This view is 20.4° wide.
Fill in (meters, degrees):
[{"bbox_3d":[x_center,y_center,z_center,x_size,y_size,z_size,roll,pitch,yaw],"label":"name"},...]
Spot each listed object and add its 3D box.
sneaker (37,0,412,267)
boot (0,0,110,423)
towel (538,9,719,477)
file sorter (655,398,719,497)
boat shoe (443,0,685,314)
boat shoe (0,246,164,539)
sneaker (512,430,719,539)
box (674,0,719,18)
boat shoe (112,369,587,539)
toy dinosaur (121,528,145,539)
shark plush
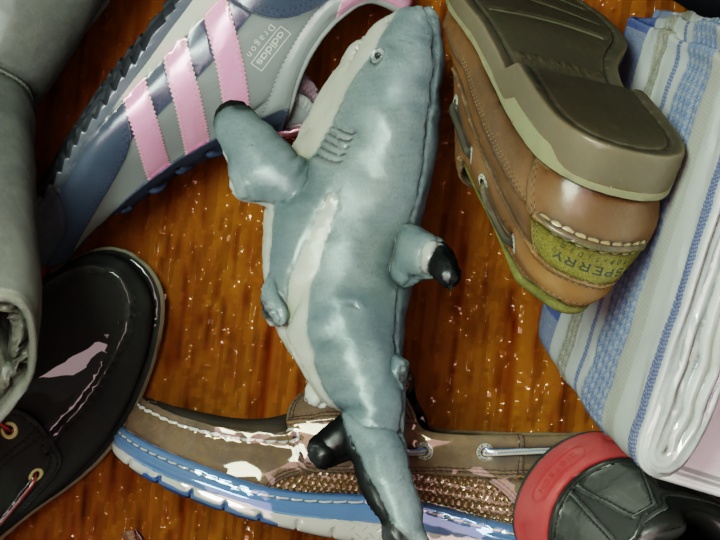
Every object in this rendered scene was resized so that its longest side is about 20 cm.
[{"bbox_3d":[-0.061,-0.064,0.807,0.082,0.070,0.200,37,107,-14],"label":"sneaker"},{"bbox_3d":[-0.136,-0.050,0.740,0.072,0.200,0.182,20,122,-15],"label":"boot"},{"bbox_3d":[0.106,-0.019,0.705,0.024,0.200,0.148,16,98,-8],"label":"towel"},{"bbox_3d":[0.221,0.030,0.723,0.199,0.125,0.140,16,93,10],"label":"file sorter"},{"bbox_3d":[0.060,-0.054,0.728,0.072,0.200,0.068,15,114,-10],"label":"boat shoe"},{"bbox_3d":[-0.158,0.072,0.829,0.074,0.063,0.201,45,97,9],"label":"boat shoe"},{"bbox_3d":[0.143,0.142,0.733,0.200,0.098,0.071,44,84,-15],"label":"sneaker"},{"bbox_3d":[0.170,-0.184,0.700,0.104,0.182,0.201,34,97,8],"label":"box"},{"bbox_3d":[0.002,0.071,0.798,0.199,0.072,0.073,13,89,0],"label":"boat shoe"},{"bbox_3d":[-0.026,0.212,0.754,0.105,0.181,0.201,13,87,34],"label":"toy dinosaur"},{"bbox_3d":[0.000,0.000,0.735,0.083,0.091,0.201,-21,51,33],"label":"shark plush"}]
